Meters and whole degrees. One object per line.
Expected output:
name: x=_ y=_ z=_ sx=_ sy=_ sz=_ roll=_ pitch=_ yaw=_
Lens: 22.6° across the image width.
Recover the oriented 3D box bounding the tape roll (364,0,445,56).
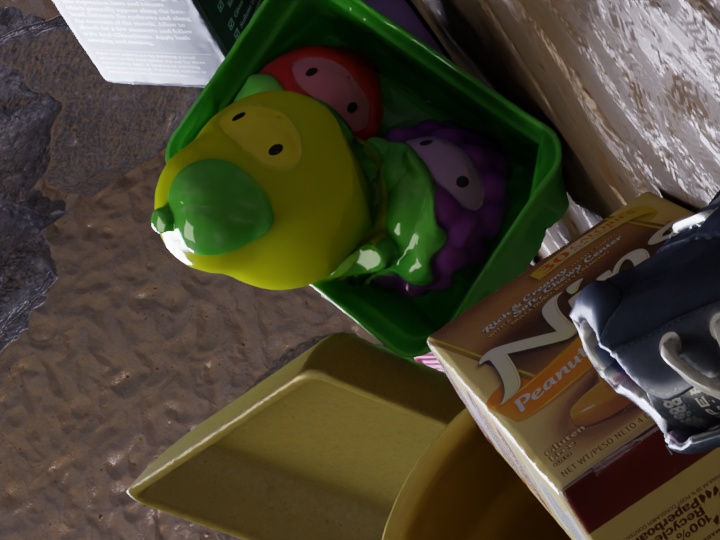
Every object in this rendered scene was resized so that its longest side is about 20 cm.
tape roll: x=0.023 y=-0.100 z=1.141 sx=0.201 sy=0.065 sz=0.200 roll=56 pitch=177 yaw=5

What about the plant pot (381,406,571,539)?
plant pot: x=0.130 y=0.162 z=0.781 sx=0.201 sy=0.200 sz=0.189 roll=55 pitch=178 yaw=42

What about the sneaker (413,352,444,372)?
sneaker: x=0.094 y=0.042 z=1.111 sx=0.081 sy=0.088 sz=0.200 roll=7 pitch=143 yaw=52

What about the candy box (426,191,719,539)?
candy box: x=0.104 y=0.038 z=0.664 sx=0.055 sy=0.115 sz=0.200 roll=58 pitch=178 yaw=-16

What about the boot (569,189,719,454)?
boot: x=0.118 y=0.020 z=0.438 sx=0.073 sy=0.090 sz=0.200 roll=57 pitch=178 yaw=-11

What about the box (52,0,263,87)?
box: x=-0.118 y=-0.224 z=1.034 sx=0.106 sy=0.149 sz=0.200 roll=6 pitch=149 yaw=25

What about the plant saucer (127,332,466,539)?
plant saucer: x=0.008 y=0.100 z=0.957 sx=0.199 sy=0.200 sz=0.049 roll=23 pitch=-124 yaw=-25

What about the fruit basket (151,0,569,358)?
fruit basket: x=-0.015 y=-0.054 z=0.912 sx=0.215 sy=0.156 sz=0.216 roll=35 pitch=-176 yaw=-3

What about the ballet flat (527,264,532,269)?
ballet flat: x=0.123 y=0.056 z=1.273 sx=0.071 sy=0.069 sz=0.200 roll=37 pitch=165 yaw=35

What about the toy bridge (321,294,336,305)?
toy bridge: x=0.000 y=0.000 z=1.029 sx=0.199 sy=0.027 sz=0.067 roll=31 pitch=-160 yaw=8
